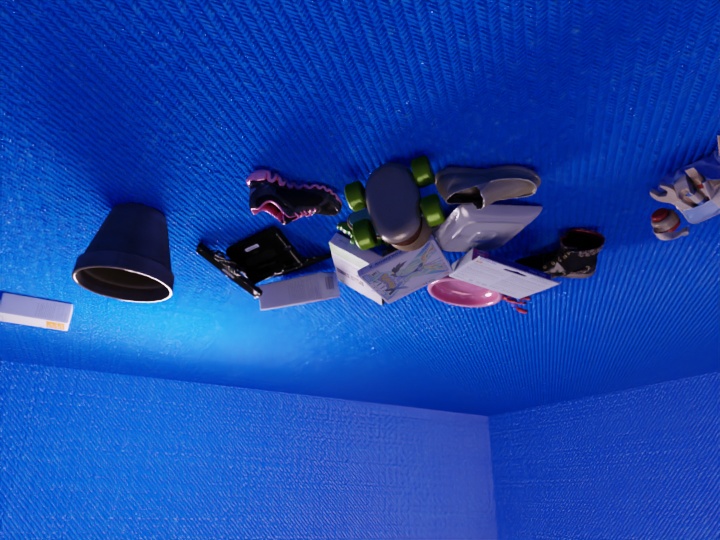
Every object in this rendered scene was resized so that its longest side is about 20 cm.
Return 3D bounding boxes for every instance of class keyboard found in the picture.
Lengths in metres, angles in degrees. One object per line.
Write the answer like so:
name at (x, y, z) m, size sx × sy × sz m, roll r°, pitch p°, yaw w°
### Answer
keyboard at (-0.320, -0.008, 1.291) m, size 0.200 × 0.040 × 0.104 m, roll 39°, pitch 158°, yaw -14°

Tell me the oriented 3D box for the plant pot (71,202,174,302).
plant pot at (-0.502, -0.045, 1.122) m, size 0.199 × 0.174 × 0.200 m, roll 1°, pitch 156°, yaw 0°

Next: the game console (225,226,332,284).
game console at (-0.206, -0.043, 1.298) m, size 0.199 × 0.117 × 0.176 m, roll -19°, pitch 118°, yaw 37°

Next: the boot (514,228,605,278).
boot at (0.467, -0.034, 1.212) m, size 0.199 × 0.074 × 0.151 m, roll 1°, pitch 154°, yaw 10°

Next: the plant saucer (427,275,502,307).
plant saucer at (0.285, 0.042, 1.393) m, size 0.199 × 0.051 × 0.201 m, roll 9°, pitch 158°, yaw 4°

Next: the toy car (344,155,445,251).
toy car at (0.087, -0.102, 0.999) m, size 0.164 × 0.159 × 0.200 m, roll -18°, pitch 158°, yaw 16°

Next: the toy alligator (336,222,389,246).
toy alligator at (0.045, -0.077, 1.164) m, size 0.199 × 0.055 × 0.059 m, roll 4°, pitch 156°, yaw -6°

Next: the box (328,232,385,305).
box at (0.000, 0.000, 1.265) m, size 0.144 × 0.036 × 0.200 m, roll 29°, pitch 159°, yaw 18°

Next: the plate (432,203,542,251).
plate at (0.266, -0.084, 1.129) m, size 0.199 × 0.032 × 0.200 m, roll 0°, pitch 159°, yaw -17°

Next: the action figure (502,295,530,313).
action figure at (0.449, 0.069, 1.443) m, size 0.099 × 0.066 × 0.200 m, roll 3°, pitch 163°, yaw 43°

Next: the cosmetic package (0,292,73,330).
cosmetic package at (-1.063, 0.137, 1.684) m, size 0.199 × 0.072 × 0.101 m, roll 14°, pitch 153°, yaw -25°

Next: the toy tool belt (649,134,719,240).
toy tool belt at (0.595, -0.154, 0.919) m, size 0.123 × 0.125 × 0.200 m, roll 43°, pitch 139°, yaw -11°

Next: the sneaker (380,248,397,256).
sneaker at (0.090, 0.014, 1.317) m, size 0.075 × 0.092 × 0.200 m, roll -1°, pitch 155°, yaw 5°

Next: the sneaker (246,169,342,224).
sneaker at (-0.131, -0.127, 1.016) m, size 0.199 × 0.096 × 0.079 m, roll 11°, pitch 153°, yaw -23°

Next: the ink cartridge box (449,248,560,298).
ink cartridge box at (0.332, 0.005, 1.200) m, size 0.195 × 0.043 × 0.200 m, roll 18°, pitch 163°, yaw -6°

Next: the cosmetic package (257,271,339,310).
cosmetic package at (-0.168, 0.056, 1.393) m, size 0.199 × 0.072 × 0.101 m, roll -11°, pitch 177°, yaw 27°

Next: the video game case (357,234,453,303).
video game case at (0.109, 0.003, 1.180) m, size 0.182 × 0.022 × 0.200 m, roll -27°, pitch 151°, yaw 11°

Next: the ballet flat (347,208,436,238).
ballet flat at (0.071, -0.095, 1.110) m, size 0.199 × 0.069 × 0.063 m, roll 1°, pitch 162°, yaw 2°

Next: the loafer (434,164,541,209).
loafer at (0.240, -0.152, 0.969) m, size 0.199 × 0.069 × 0.076 m, roll 0°, pitch 156°, yaw 4°
